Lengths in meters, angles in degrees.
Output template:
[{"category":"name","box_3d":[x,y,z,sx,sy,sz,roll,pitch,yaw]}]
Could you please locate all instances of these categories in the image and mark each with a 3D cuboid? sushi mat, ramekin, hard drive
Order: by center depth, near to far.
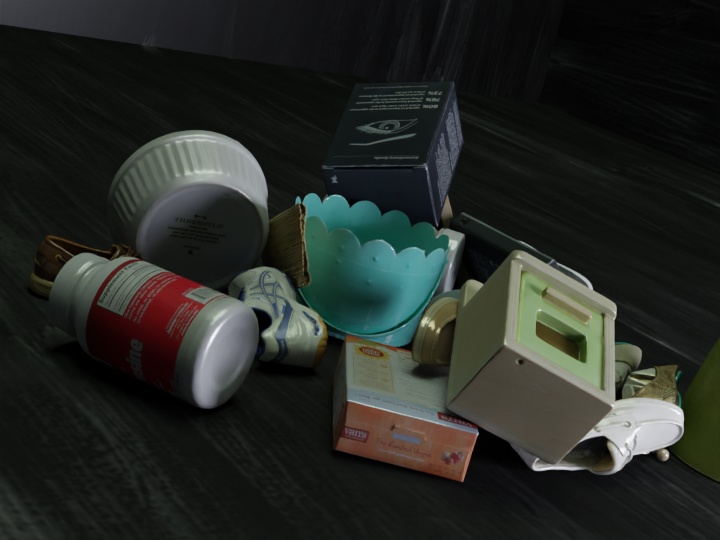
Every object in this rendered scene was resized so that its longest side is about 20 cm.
[{"category":"sushi mat","box_3d":[-0.092,-0.021,1.610,0.012,0.096,0.200,0,-6,-18]},{"category":"ramekin","box_3d":[-0.202,-0.060,1.618,0.201,0.203,0.094,7,30,-23]},{"category":"hard drive","box_3d":[0.211,0.011,1.844,0.033,0.140,0.200,-36,37,-17]}]

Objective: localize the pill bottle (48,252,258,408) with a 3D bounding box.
[{"category":"pill bottle","box_3d":[-0.211,0.053,1.346,0.199,0.113,0.112,21,17,25]}]

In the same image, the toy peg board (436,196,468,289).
[{"category":"toy peg board","box_3d":[0.064,-0.083,1.972,0.097,0.201,0.199,-22,32,-7]}]

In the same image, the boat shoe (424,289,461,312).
[{"category":"boat shoe","box_3d":[0.176,0.081,1.695,0.200,0.071,0.091,9,-21,42]}]

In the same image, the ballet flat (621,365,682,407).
[{"category":"ballet flat","box_3d":[0.341,0.143,1.571,0.065,0.071,0.200,20,7,10]}]

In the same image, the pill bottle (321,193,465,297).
[{"category":"pill bottle","box_3d":[0.037,-0.031,1.854,0.199,0.115,0.114,16,16,11]}]

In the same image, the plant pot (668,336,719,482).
[{"category":"plant pot","box_3d":[0.464,0.127,1.511,0.186,0.201,0.187,13,15,-4]}]

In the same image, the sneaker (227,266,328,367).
[{"category":"sneaker","box_3d":[-0.116,0.046,1.526,0.088,0.076,0.200,3,18,-32]}]

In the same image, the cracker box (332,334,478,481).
[{"category":"cracker box","box_3d":[0.041,0.137,1.372,0.133,0.058,0.200,15,14,-5]}]

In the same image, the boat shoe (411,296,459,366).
[{"category":"boat shoe","box_3d":[0.121,0.071,1.445,0.069,0.074,0.200,18,13,26]}]

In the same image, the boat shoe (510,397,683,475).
[{"category":"boat shoe","box_3d":[0.254,0.182,1.393,0.199,0.071,0.069,-4,40,-16]}]

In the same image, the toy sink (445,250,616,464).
[{"category":"toy sink","box_3d":[0.176,0.068,1.344,0.130,0.112,0.200,30,36,-11]}]

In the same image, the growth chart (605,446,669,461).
[{"category":"growth chart","box_3d":[0.238,0.169,1.509,0.199,0.018,0.145,11,16,-12]}]

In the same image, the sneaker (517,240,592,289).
[{"category":"sneaker","box_3d":[0.243,0.005,1.986,0.199,0.071,0.099,24,13,19]}]

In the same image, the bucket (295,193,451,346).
[{"category":"bucket","box_3d":[0.000,0.000,1.663,0.206,0.135,0.207,14,15,-4]}]

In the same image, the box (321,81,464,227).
[{"category":"box","box_3d":[0.047,-0.158,1.806,0.147,0.105,0.200,2,42,18]}]

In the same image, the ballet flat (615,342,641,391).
[{"category":"ballet flat","box_3d":[0.276,0.127,1.629,0.199,0.070,0.069,2,19,-32]}]

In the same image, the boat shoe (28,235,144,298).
[{"category":"boat shoe","box_3d":[-0.276,0.007,1.536,0.199,0.068,0.072,11,16,-12]}]
